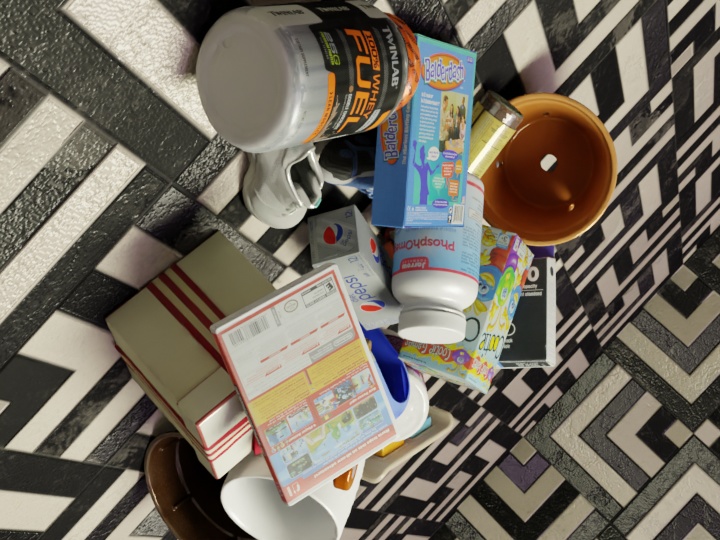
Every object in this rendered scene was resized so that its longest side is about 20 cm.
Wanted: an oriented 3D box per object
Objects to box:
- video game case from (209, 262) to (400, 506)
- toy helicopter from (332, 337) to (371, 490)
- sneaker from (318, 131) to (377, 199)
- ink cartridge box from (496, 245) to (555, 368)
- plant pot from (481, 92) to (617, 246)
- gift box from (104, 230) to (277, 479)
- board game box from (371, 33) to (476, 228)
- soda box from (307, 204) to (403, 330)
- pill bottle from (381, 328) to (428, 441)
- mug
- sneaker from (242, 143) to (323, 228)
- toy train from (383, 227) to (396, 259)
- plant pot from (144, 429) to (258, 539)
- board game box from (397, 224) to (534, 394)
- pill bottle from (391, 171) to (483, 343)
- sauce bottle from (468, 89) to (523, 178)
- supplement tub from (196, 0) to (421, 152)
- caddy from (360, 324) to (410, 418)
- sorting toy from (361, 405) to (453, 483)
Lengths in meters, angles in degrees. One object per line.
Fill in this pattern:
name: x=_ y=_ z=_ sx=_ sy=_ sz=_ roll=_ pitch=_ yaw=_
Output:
video game case: x=-0.051 y=0.112 z=1.144 sx=0.142 sy=0.017 sz=0.202 roll=-28 pitch=109 yaw=-23
toy helicopter: x=-0.023 y=0.131 z=1.256 sx=0.201 sy=0.078 sz=0.133 roll=-64 pitch=162 yaw=-54
sneaker: x=0.019 y=-0.113 z=1.320 sx=0.199 sy=0.076 sz=0.078 roll=-14 pitch=138 yaw=-52
ink cartridge box: x=0.173 y=0.037 z=1.610 sx=0.043 sy=0.196 sz=0.202 roll=39 pitch=51 yaw=-60
plant pot: x=0.254 y=-0.143 z=1.579 sx=0.201 sy=0.200 sz=0.140 roll=-53 pitch=174 yaw=17
gift box: x=-0.134 y=0.087 z=1.235 sx=0.200 sy=0.187 sz=0.185 roll=-40 pitch=158 yaw=-13
board game box: x=0.072 y=-0.148 z=1.265 sx=0.152 sy=0.045 sz=0.203 roll=-3 pitch=98 yaw=-60
soda box: x=0.000 y=0.000 z=1.421 sx=0.063 sy=0.069 sz=0.200 roll=-15 pitch=151 yaw=14
pill bottle: x=0.037 y=0.159 z=1.686 sx=0.113 sy=0.112 sz=0.200 roll=-51 pitch=-166 yaw=13
mug: x=-0.089 y=0.208 z=1.364 sx=0.148 sy=0.198 sz=0.176 roll=107 pitch=5 yaw=-48
sneaker: x=-0.071 y=-0.086 z=1.184 sx=0.075 sy=0.088 sz=0.201 roll=-41 pitch=158 yaw=-17
toy train: x=0.026 y=-0.004 z=1.543 sx=0.115 sy=0.085 sz=0.200 roll=-30 pitch=152 yaw=6
plant pot: x=-0.145 y=0.252 z=1.519 sx=0.198 sy=0.200 sz=0.201 roll=-36 pitch=157 yaw=-45
board game box: x=0.142 y=0.046 z=1.535 sx=0.103 sy=0.104 sz=0.202 roll=36 pitch=72 yaw=-63
pill bottle: x=0.093 y=-0.018 z=1.414 sx=0.109 sy=0.107 sz=0.202 roll=54 pitch=38 yaw=-68
sauce bottle: x=0.131 y=-0.139 z=1.506 sx=0.201 sy=0.065 sz=0.065 roll=-52 pitch=158 yaw=18
supplement tub: x=-0.040 y=-0.179 z=1.035 sx=0.199 sy=0.122 sz=0.123 roll=-20 pitch=147 yaw=-49
caddy: x=-0.022 y=0.119 z=1.502 sx=0.141 sy=0.201 sz=0.105 roll=-27 pitch=167 yaw=-45
sorting toy: x=0.012 y=0.230 z=1.695 sx=0.199 sy=0.184 sz=0.037 roll=-28 pitch=124 yaw=-47
